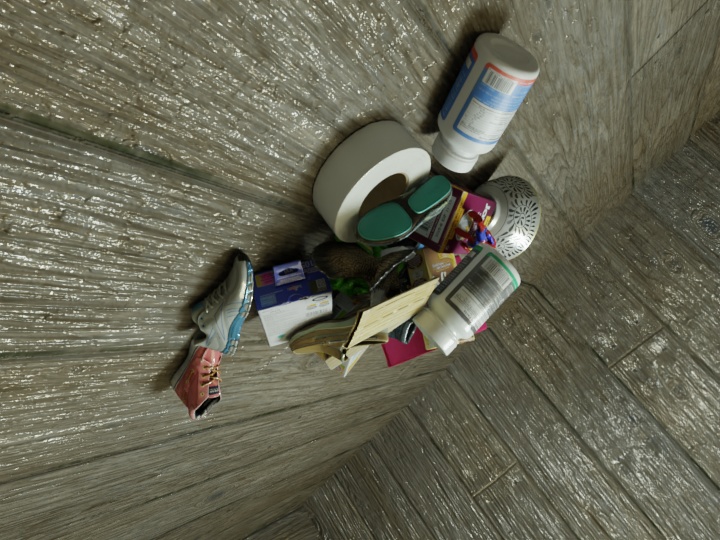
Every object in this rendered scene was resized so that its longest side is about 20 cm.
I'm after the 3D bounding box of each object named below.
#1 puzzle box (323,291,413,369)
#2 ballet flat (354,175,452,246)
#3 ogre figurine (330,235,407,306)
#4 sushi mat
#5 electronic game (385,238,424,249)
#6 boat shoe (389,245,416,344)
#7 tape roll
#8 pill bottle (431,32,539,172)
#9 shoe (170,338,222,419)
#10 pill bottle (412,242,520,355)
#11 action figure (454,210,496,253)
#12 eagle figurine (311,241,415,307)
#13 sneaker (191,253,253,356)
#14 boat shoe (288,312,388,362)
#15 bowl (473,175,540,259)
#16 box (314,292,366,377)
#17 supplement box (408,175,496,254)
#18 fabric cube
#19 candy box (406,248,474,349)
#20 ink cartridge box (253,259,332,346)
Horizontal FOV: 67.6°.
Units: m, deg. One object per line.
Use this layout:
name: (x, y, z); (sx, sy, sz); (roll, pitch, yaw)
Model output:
puzzle box: (0.009, 0.106, 1.082); (0.198, 0.026, 0.133); (-34, -160, 2)
ballet flat: (0.071, -0.087, 0.894); (0.197, 0.075, 0.075); (-29, 156, -20)
ogre figurine: (0.000, 0.000, 1.087); (0.121, 0.098, 0.199); (-52, 158, 19)
sushi mat: (0.055, 0.069, 0.914); (0.198, 0.012, 0.097); (-21, 146, -42)
electronic game: (0.086, -0.047, 1.211); (0.198, 0.042, 0.201); (-33, 157, -16)
boat shoe: (0.103, 0.054, 1.171); (0.070, 0.089, 0.204); (15, 96, -63)
tape roll: (0.019, -0.142, 0.886); (0.200, 0.071, 0.204); (-34, 157, -16)
pill bottle: (0.193, -0.265, 0.879); (0.111, 0.113, 0.202); (-21, 152, -38)
shoe: (-0.280, 0.186, 0.993); (0.071, 0.091, 0.201); (-6, 141, -53)
pill bottle: (0.199, 0.055, 1.023); (0.200, 0.113, 0.113); (-45, 158, -3)
action figure: (0.240, -0.063, 1.098); (0.066, 0.051, 0.200); (-54, 150, 0)
eagle figurine: (0.026, 0.003, 0.922); (0.150, 0.152, 0.200); (-33, 145, 4)
sneaker: (-0.229, 0.059, 0.876); (0.085, 0.076, 0.203); (10, 121, -22)
boat shoe: (-0.042, 0.132, 0.995); (0.196, 0.078, 0.072); (-19, 158, 17)
bowl: (0.302, -0.128, 1.234); (0.093, 0.203, 0.202); (9, 130, -42)
box: (-0.032, 0.142, 1.261); (0.113, 0.100, 0.202); (-47, 165, -34)
supplement box: (0.188, -0.112, 1.128); (0.198, 0.102, 0.133); (-2, 117, -57)
fabric cube: (0.156, 0.097, 1.316); (0.198, 0.200, 0.197); (-27, 170, 37)
candy box: (0.168, 0.057, 1.140); (0.114, 0.205, 0.055); (-1, 165, -46)
ink cartridge box: (-0.120, 0.053, 0.977); (0.133, 0.078, 0.201); (-14, 154, -9)
